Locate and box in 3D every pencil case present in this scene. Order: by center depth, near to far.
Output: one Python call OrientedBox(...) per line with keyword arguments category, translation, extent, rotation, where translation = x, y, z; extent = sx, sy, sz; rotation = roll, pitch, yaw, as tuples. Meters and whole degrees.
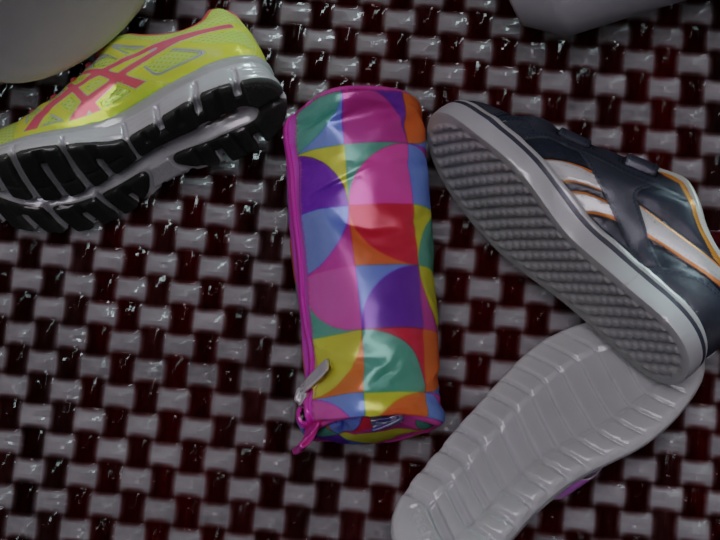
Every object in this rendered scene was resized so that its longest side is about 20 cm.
OrientedBox(category="pencil case", translation=(0.000, 0.000, 0.987), extent=(0.088, 0.088, 0.200), rotation=(-4, 76, 4))

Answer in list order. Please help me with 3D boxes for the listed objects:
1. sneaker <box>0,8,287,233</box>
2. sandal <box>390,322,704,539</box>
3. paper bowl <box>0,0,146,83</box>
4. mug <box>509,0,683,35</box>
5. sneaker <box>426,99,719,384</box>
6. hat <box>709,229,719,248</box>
OrientedBox(category="sneaker", translation=(-0.141, -0.089, 1.032), extent=(0.200, 0.078, 0.090), rotation=(-19, 54, 5))
OrientedBox(category="sandal", translation=(0.098, 0.094, 0.980), extent=(0.203, 0.050, 0.082), rotation=(-34, 62, -14))
OrientedBox(category="paper bowl", translation=(-0.184, -0.183, 0.975), extent=(0.201, 0.201, 0.104), rotation=(-41, 68, -4))
OrientedBox(category="mug", translation=(0.141, -0.211, 1.010), extent=(0.153, 0.187, 0.149), rotation=(-25, 110, 9))
OrientedBox(category="sneaker", translation=(0.127, -0.029, 0.985), extent=(0.079, 0.078, 0.200), rotation=(-38, 74, -26))
OrientedBox(category="hat", translation=(0.322, 0.018, 0.977), extent=(0.176, 0.166, 0.200), rotation=(-44, 59, 34))
